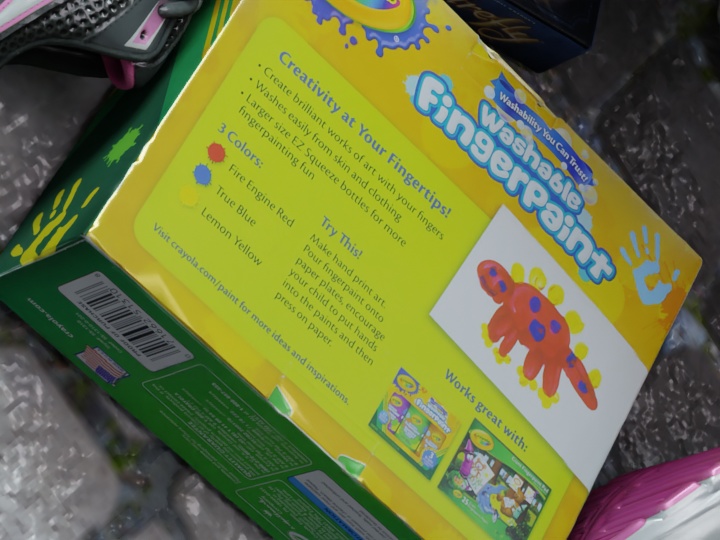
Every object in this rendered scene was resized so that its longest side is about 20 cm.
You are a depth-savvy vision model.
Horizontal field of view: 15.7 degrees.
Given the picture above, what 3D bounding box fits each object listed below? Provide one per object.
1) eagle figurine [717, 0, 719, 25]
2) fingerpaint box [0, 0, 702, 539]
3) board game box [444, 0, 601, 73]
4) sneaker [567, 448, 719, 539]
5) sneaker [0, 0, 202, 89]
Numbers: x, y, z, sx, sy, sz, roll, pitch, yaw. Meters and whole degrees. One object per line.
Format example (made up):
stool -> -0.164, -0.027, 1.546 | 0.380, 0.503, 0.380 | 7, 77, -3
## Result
eagle figurine -> 0.244, -0.048, 1.064 | 0.152, 0.151, 0.200 | -20, 127, -1
fingerpaint box -> 0.000, 0.000, 0.877 | 0.200, 0.073, 0.167 | 43, 57, -21
board game box -> 0.013, -0.178, 0.962 | 0.200, 0.035, 0.136 | 27, 62, -29
sneaker -> 0.155, 0.104, 0.951 | 0.200, 0.081, 0.088 | -10, 82, -38
sneaker -> -0.076, -0.104, 0.831 | 0.200, 0.080, 0.086 | -28, 94, -13
